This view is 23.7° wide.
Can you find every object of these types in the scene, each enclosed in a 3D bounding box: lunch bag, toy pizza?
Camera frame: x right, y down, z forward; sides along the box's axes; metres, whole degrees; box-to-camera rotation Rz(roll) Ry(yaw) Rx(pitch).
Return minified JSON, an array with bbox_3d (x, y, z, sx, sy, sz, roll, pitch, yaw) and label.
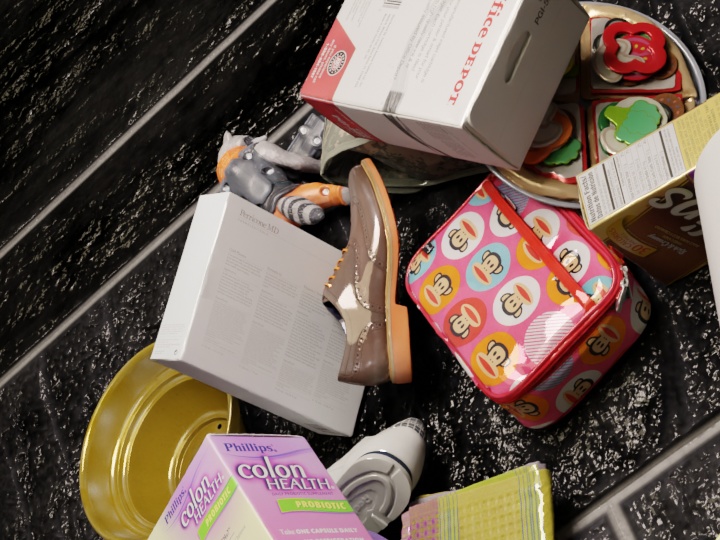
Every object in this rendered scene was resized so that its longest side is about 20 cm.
[{"bbox_3d":[0.055,-0.167,1.541,0.199,0.117,0.165,-12,61,32],"label":"lunch bag"},{"bbox_3d":[0.182,-0.142,1.396,0.198,0.032,0.202,-3,62,5],"label":"toy pizza"},{"bbox_3d":[0.144,0.010,1.394,0.176,0.082,0.200,-46,43,9],"label":"lunch bag"}]

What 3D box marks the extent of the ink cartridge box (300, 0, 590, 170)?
[{"bbox_3d":[0.067,-0.173,1.389,0.199,0.083,0.148,17,78,47],"label":"ink cartridge box"}]

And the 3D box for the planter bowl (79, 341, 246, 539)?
[{"bbox_3d":[-0.165,0.169,1.592,0.199,0.083,0.202,-23,54,35],"label":"planter bowl"}]

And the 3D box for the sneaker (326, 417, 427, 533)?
[{"bbox_3d":[-0.014,0.198,1.452,0.200,0.076,0.081,-38,14,35],"label":"sneaker"}]

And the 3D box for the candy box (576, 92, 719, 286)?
[{"bbox_3d":[0.276,-0.073,1.280,0.199,0.116,0.057,-30,50,30],"label":"candy box"}]

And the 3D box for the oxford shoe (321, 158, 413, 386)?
[{"bbox_3d":[0.000,0.000,1.474,0.072,0.071,0.202,-7,72,0],"label":"oxford shoe"}]

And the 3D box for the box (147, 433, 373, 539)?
[{"bbox_3d":[-0.069,0.251,1.237,0.200,0.096,0.177,51,122,37],"label":"box"}]

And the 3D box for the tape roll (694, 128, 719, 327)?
[{"bbox_3d":[0.330,-0.018,1.136,0.202,0.202,0.140,-26,53,32],"label":"tape roll"}]

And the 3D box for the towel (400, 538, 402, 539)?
[{"bbox_3d":[0.032,0.323,1.365,0.152,0.023,0.201,36,94,47],"label":"towel"}]

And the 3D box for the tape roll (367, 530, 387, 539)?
[{"bbox_3d":[-0.034,0.302,1.325,0.199,0.084,0.202,-7,81,48],"label":"tape roll"}]

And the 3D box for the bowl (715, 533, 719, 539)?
[{"bbox_3d":[0.315,0.239,1.078,0.199,0.107,0.202,-22,55,35],"label":"bowl"}]

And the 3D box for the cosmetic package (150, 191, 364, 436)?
[{"bbox_3d":[-0.072,0.041,1.487,0.051,0.199,0.152,-1,67,50],"label":"cosmetic package"}]

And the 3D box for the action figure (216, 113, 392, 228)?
[{"bbox_3d":[-0.062,-0.091,1.627,0.193,0.104,0.201,31,94,38],"label":"action figure"}]

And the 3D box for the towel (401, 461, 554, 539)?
[{"bbox_3d":[0.094,0.252,1.312,0.143,0.023,0.202,-22,57,33],"label":"towel"}]
